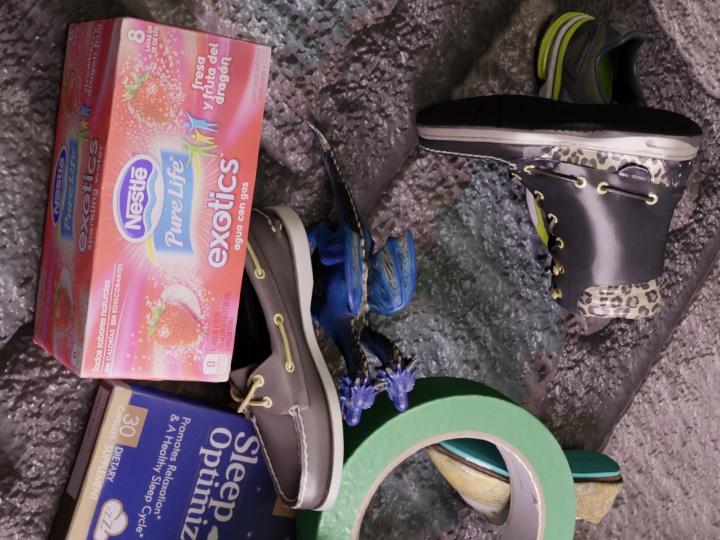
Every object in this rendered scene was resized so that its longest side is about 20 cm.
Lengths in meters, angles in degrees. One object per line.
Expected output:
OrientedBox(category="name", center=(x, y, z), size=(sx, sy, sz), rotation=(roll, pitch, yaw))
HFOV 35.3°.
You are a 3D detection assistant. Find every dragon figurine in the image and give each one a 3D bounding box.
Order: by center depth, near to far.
OrientedBox(category="dragon figurine", center=(0.000, 0.000, 0.764), size=(0.058, 0.099, 0.202), rotation=(2, 91, -32))

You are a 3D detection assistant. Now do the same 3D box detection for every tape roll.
OrientedBox(category="tape roll", center=(0.055, 0.178, 0.801), size=(0.198, 0.048, 0.203), rotation=(-4, 102, -20))

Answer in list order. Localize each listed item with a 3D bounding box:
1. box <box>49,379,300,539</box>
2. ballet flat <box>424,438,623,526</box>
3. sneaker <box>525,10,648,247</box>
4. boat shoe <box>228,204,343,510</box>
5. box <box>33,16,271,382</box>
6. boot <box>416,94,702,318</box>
OrientedBox(category="box", center=(-0.099, 0.154, 0.769), size=(0.199, 0.032, 0.122), rotation=(19, 87, -34))
OrientedBox(category="ballet flat", center=(0.127, 0.173, 0.899), size=(0.199, 0.070, 0.071), rotation=(12, 91, -33))
OrientedBox(category="sneaker", center=(0.179, -0.099, 0.875), size=(0.073, 0.081, 0.202), rotation=(-8, 102, -31))
OrientedBox(category="boat shoe", center=(-0.061, 0.059, 0.735), size=(0.060, 0.071, 0.203), rotation=(-5, 80, -39))
OrientedBox(category="box", center=(-0.128, -0.043, 0.678), size=(0.094, 0.102, 0.202), rotation=(5, 96, -32))
OrientedBox(category="boot", center=(0.138, -0.045, 0.833), size=(0.201, 0.074, 0.155), rotation=(5, 118, 7))
